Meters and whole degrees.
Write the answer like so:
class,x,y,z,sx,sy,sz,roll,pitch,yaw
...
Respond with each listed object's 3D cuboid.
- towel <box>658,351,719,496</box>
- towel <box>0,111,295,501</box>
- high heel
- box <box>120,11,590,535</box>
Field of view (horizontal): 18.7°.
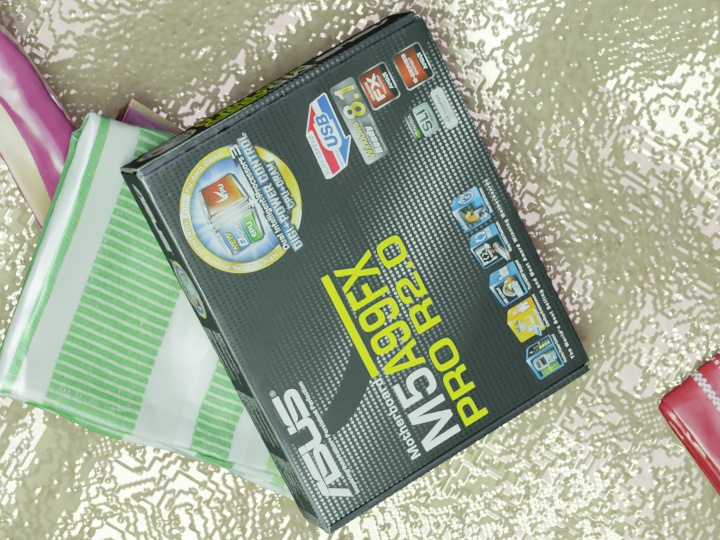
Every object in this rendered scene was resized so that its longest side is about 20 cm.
class,x,y,z,sx,sy,sz,roll,pitch,yaw
towel,0.267,0.067,1.110,0.199,0.022,0.145,-37,87,-5
towel,-0.067,0.022,1.070,0.199,0.023,0.154,20,87,-19
high heel,-0.187,-0.067,1.077,0.199,0.067,0.096,29,76,-14
box,0.000,0.000,1.057,0.160,0.044,0.201,-30,102,-15
